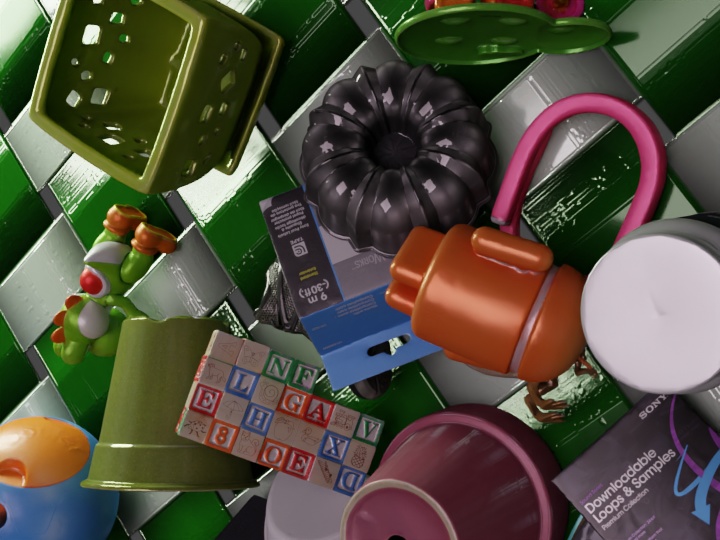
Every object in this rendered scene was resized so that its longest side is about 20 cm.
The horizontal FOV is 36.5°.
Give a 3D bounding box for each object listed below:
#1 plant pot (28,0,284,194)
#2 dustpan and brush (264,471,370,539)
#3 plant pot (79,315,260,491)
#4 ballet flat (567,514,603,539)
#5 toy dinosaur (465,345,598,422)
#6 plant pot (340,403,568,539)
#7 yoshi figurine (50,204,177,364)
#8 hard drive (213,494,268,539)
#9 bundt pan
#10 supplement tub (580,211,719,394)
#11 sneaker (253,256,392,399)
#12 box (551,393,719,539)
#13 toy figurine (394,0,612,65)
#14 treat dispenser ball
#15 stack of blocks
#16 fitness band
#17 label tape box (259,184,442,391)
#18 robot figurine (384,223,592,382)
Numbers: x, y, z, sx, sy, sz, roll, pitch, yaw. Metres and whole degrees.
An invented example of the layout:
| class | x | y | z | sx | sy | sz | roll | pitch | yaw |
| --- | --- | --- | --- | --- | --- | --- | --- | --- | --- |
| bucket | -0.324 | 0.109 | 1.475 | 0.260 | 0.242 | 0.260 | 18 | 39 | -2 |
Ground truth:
| class | x | y | z | sx | sy | sz | roll | pitch | yaw |
| --- | --- | --- | --- | --- | --- | --- | --- | --- | --- |
| plant pot | -0.211 | -0.212 | 1.189 | 0.200 | 0.181 | 0.199 | 32 | 111 | 24 |
| dustpan and brush | -0.067 | 0.296 | 1.174 | 0.139 | 0.200 | 0.057 | 17 | 134 | 28 |
| plant pot | -0.214 | 0.150 | 1.242 | 0.200 | 0.200 | 0.190 | -5 | 80 | 32 |
| ballet flat | 0.206 | 0.315 | 1.058 | 0.073 | 0.073 | 0.200 | 35 | 109 | 24 |
| toy dinosaur | 0.171 | 0.094 | 1.073 | 0.200 | 0.060 | 0.106 | -20 | 58 | 29 |
| plant pot | 0.080 | 0.243 | 1.062 | 0.200 | 0.179 | 0.200 | 3 | 97 | 30 |
| yoshi figurine | -0.300 | 0.027 | 1.337 | 0.112 | 0.112 | 0.200 | 29 | 97 | -16 |
| hard drive | -0.076 | 0.337 | 1.194 | 0.200 | 0.135 | 0.042 | 29 | 145 | 23 |
| bundt pan | 0.032 | -0.118 | 1.058 | 0.201 | 0.076 | 0.202 | -2 | 73 | 8 |
| supplement tub | 0.275 | 0.024 | 0.906 | 0.140 | 0.200 | 0.141 | 4 | 97 | 31 |
| sneaker | -0.042 | 0.061 | 1.180 | 0.114 | 0.076 | 0.200 | -37 | 73 | 31 |
| box | 0.292 | 0.218 | 0.985 | 0.143 | 0.036 | 0.200 | -44 | 70 | 4 |
| toy figurine | 0.131 | -0.302 | 1.011 | 0.200 | 0.150 | 0.184 | 0 | 83 | 0 |
| treat dispenser ball | -0.400 | 0.280 | 1.344 | 0.201 | 0.201 | 0.201 | 4 | 97 | 31 |
| stack of blocks | -0.080 | 0.151 | 1.149 | 0.200 | 0.059 | 0.115 | 22 | 82 | -10 |
| fitness band | 0.206 | -0.070 | 1.035 | 0.144 | 0.037 | 0.200 | 28 | 110 | 26 |
| label tape box | 0.000 | 0.000 | 1.101 | 0.144 | 0.063 | 0.200 | -22 | 72 | 3 |
| robot figurine | 0.125 | 0.031 | 0.994 | 0.200 | 0.117 | 0.144 | 22 | 102 | 13 |
